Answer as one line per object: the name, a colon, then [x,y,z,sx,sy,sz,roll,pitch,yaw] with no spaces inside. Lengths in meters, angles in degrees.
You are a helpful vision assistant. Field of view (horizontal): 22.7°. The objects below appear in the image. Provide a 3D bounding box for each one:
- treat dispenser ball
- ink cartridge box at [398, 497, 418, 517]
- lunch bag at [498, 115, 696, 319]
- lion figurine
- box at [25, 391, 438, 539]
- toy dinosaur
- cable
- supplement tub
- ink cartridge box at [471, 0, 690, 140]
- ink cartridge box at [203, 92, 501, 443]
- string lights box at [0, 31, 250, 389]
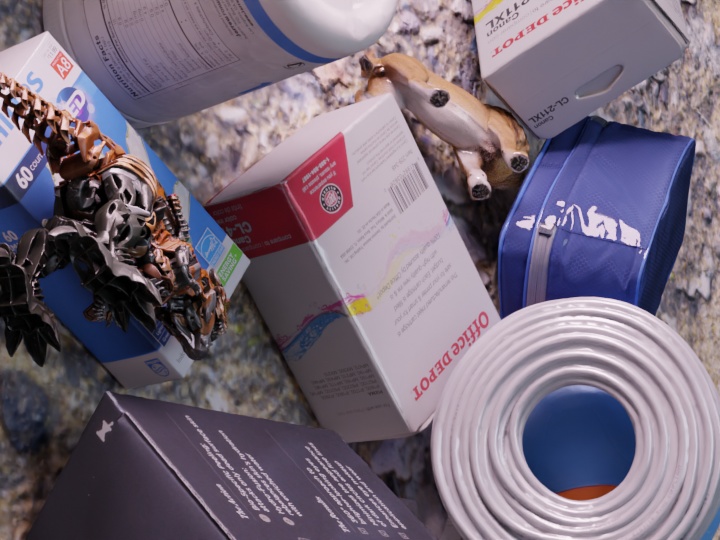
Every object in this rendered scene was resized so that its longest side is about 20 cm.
treat dispenser ball: [0.169,0.149,1.316,0.200,0.200,0.202,18,65,-46]
ink cartridge box: [0.025,0.247,1.221,0.116,0.067,0.201,17,67,-45]
lunch bag: [0.182,-0.035,1.432,0.136,0.132,0.200,88,23,-43]
lion figurine: [0.062,-0.121,1.373,0.200,0.072,0.123,42,16,-26]
box: [-0.054,0.181,1.034,0.200,0.197,0.118,17,109,-46]
toy dinosaur: [-0.150,-0.022,1.013,0.200,0.102,0.136,38,39,-14]
cable: [0.143,0.115,1.188,0.069,0.199,0.201,36,50,-74]
supplement tub: [-0.087,-0.173,1.114,0.132,0.199,0.133,17,66,-45]
ink cartridge box: [0.168,-0.222,1.424,0.083,0.145,0.201,42,28,-32]
ink cartridge box: [0.000,0.000,1.253,0.148,0.085,0.201,-42,113,-46]
string lights box: [-0.165,-0.033,1.088,0.200,0.059,0.103,50,48,-28]
